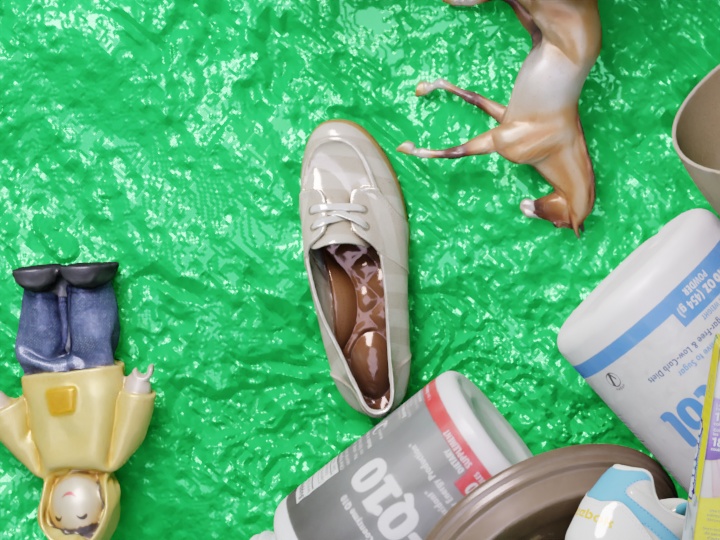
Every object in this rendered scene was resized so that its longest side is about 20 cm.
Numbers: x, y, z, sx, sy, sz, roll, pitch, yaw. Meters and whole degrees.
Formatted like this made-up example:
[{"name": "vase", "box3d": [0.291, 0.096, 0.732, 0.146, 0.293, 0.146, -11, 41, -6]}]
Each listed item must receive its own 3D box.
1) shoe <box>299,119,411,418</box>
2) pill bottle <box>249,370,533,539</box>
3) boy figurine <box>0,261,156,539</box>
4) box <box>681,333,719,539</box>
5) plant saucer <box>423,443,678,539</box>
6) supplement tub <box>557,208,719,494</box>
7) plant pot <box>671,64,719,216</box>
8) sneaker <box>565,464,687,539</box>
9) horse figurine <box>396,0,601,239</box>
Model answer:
[{"name": "shoe", "box3d": [0.000, 0.000, 1.224, 0.070, 0.053, 0.201, -9, 95, 8]}, {"name": "pill bottle", "box3d": [0.016, 0.168, 1.211, 0.200, 0.114, 0.114, -39, 91, 10]}, {"name": "boy figurine", "box3d": [-0.199, 0.094, 1.257, 0.124, 0.064, 0.201, 0, 93, 5]}, {"name": "box", "box3d": [0.246, 0.117, 1.050, 0.117, 0.048, 0.201, 8, 99, 5]}, {"name": "plant saucer", "box3d": [0.120, 0.195, 1.182, 0.199, 0.030, 0.201, -14, 130, -18]}, {"name": "supplement tub", "box3d": [0.232, 0.073, 1.165, 0.132, 0.132, 0.200, -43, 89, 10]}, {"name": "plant pot", "box3d": [0.306, -0.061, 1.123, 0.200, 0.201, 0.135, -25, 114, 9]}, {"name": "sneaker", "box3d": [0.210, 0.189, 1.133, 0.200, 0.076, 0.081, 32, 80, -28]}, {"name": "horse figurine", "box3d": [0.106, -0.132, 1.198, 0.132, 0.050, 0.201, 17, 101, 11]}]
